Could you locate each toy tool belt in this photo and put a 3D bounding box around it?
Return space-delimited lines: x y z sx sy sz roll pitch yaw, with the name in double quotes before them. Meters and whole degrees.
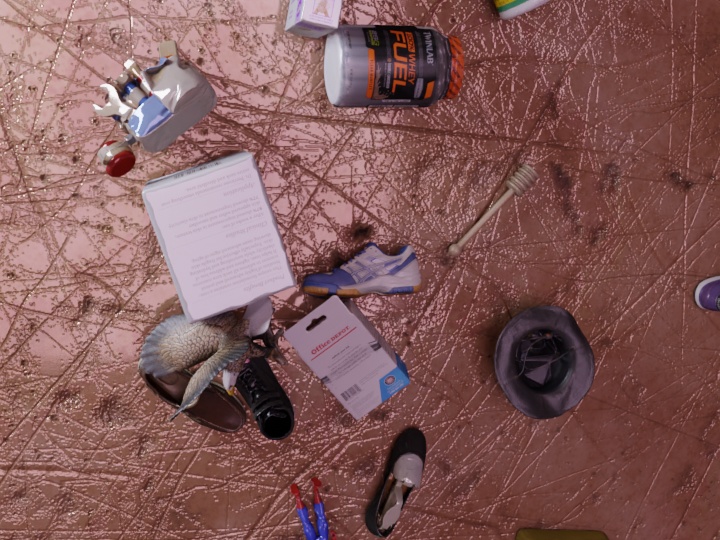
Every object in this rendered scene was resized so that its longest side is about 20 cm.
"toy tool belt" -0.318 -0.240 1.141 0.200 0.125 0.123 -40 76 -7

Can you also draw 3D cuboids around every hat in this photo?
"hat" 0.310 0.159 1.388 0.199 0.081 0.203 -1 92 -15

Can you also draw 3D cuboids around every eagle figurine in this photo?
"eagle figurine" -0.213 0.128 1.171 0.199 0.151 0.152 -10 84 -30

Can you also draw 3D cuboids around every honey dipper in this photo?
"honey dipper" 0.225 -0.098 1.339 0.038 0.038 0.200 42 91 -18

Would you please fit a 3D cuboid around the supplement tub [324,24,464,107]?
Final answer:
"supplement tub" 0.050 -0.313 1.205 0.198 0.122 0.124 -4 102 -14

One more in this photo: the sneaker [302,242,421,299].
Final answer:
"sneaker" 0.000 0.000 1.289 0.198 0.075 0.089 -3 85 -16

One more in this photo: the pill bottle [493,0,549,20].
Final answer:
"pill bottle" 0.234 -0.507 1.219 0.112 0.113 0.201 -28 106 -8

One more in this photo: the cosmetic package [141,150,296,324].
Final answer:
"cosmetic package" -0.211 -0.056 1.164 0.166 0.166 0.202 -19 104 -10

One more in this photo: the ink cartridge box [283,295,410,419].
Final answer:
"ink cartridge box" -0.024 0.132 1.289 0.116 0.068 0.200 -36 108 9

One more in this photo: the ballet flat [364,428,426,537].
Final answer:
"ballet flat" 0.071 0.378 1.372 0.068 0.068 0.202 21 95 -17

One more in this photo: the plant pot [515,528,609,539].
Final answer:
"plant pot" 0.397 0.614 1.434 0.194 0.200 0.196 7 99 -15

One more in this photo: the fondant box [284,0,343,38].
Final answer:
"fondant box" -0.055 -0.450 1.139 0.058 0.144 0.202 8 99 -16

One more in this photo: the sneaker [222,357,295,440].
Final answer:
"sneaker" -0.165 0.188 1.258 0.070 0.099 0.201 -36 106 -3

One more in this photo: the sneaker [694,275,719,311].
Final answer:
"sneaker" 0.737 0.030 1.467 0.199 0.088 0.076 -25 106 -9

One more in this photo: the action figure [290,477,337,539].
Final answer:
"action figure" -0.074 0.465 1.364 0.065 0.052 0.202 -16 107 -15

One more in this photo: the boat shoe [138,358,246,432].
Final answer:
"boat shoe" -0.268 0.205 1.247 0.202 0.075 0.075 35 91 -18
